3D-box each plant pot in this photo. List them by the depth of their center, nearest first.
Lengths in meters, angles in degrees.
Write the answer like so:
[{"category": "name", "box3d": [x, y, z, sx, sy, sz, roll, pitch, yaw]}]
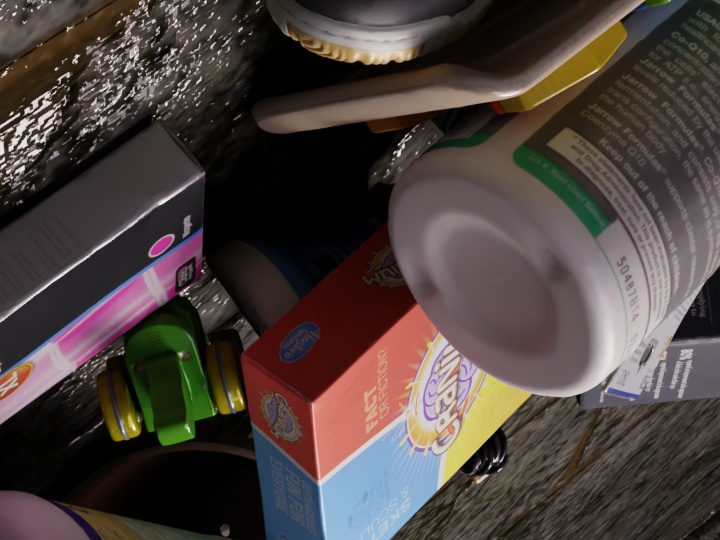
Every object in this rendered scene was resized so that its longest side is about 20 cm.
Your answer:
[{"category": "plant pot", "box3d": [-0.063, 0.164, 1.179, 0.187, 0.187, 0.200, -46, 179, 11]}]

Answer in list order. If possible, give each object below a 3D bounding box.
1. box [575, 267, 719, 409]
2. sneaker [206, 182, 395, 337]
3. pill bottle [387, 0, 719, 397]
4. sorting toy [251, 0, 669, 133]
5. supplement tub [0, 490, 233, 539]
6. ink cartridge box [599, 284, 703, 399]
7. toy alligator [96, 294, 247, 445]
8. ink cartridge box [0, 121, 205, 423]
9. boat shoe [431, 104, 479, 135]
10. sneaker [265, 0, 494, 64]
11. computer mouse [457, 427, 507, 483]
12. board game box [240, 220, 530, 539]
[{"category": "box", "box3d": [0.231, 0.014, 1.399, 0.199, 0.105, 0.148, -5, 162, 2]}, {"category": "sneaker", "box3d": [-0.001, -0.001, 1.031, 0.111, 0.077, 0.200, -36, 168, -1]}, {"category": "pill bottle", "box3d": [0.114, -0.049, 0.901, 0.200, 0.113, 0.113, -40, 165, -31]}, {"category": "sorting toy", "box3d": [0.074, -0.103, 0.876, 0.200, 0.037, 0.185, -33, -166, -24]}, {"category": "supplement tub", "box3d": [-0.106, 0.180, 0.967, 0.145, 0.145, 0.200, -47, 144, 16]}, {"category": "ink cartridge box", "box3d": [0.169, -0.030, 1.138, 0.200, 0.043, 0.196, -58, 168, 2]}, {"category": "toy alligator", "box3d": [-0.082, 0.034, 0.977, 0.059, 0.054, 0.200, -13, -174, 1]}, {"category": "ink cartridge box", "box3d": [-0.146, 0.027, 0.853, 0.200, 0.037, 0.095, -35, 163, -19]}, {"category": "boat shoe", "box3d": [0.117, -0.095, 1.090, 0.200, 0.068, 0.072, -26, 156, -45]}, {"category": "sneaker", "box3d": [0.040, -0.149, 0.801, 0.200, 0.076, 0.088, -39, 154, -36]}, {"category": "computer mouse", "box3d": [0.087, 0.023, 1.309, 0.044, 0.110, 0.200, 21, 105, -42]}, {"category": "board game box", "box3d": [0.033, 0.031, 0.989, 0.200, 0.040, 0.153, -43, 150, -27]}]
